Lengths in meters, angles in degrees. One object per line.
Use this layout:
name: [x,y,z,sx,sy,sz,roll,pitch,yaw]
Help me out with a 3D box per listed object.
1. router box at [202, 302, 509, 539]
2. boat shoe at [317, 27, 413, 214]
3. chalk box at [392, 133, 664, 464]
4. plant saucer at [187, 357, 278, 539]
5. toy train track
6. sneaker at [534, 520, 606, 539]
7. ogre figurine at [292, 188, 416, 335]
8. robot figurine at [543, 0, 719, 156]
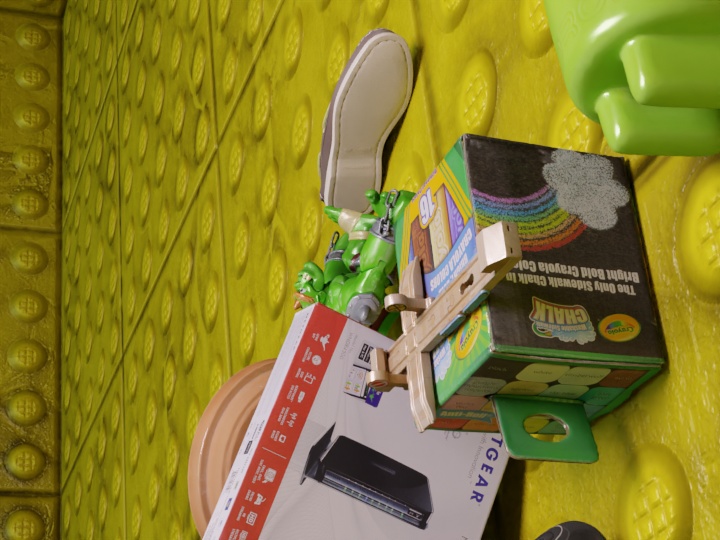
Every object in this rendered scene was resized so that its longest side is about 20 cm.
router box: [0.003,0.151,0.998,0.200,0.179,0.049,-69,15,-18]
boat shoe: [-0.001,-0.144,1.328,0.060,0.072,0.200,-115,30,-49]
chalk box: [0.106,0.033,0.908,0.124,0.125,0.200,128,144,-56]
plant saucer: [-0.065,0.178,1.251,0.032,0.200,0.201,-2,83,46]
toy train track: [0.040,0.026,0.865,0.200,0.032,0.115,129,141,-55]
sneaker: [0.101,0.224,0.949,0.086,0.080,0.200,-91,24,-47]
ogre figurine: [0.000,0.000,1.263,0.200,0.098,0.120,-5,62,55]
robot figurine: [0.164,-0.161,0.808,0.176,0.115,0.200,103,162,-55]
